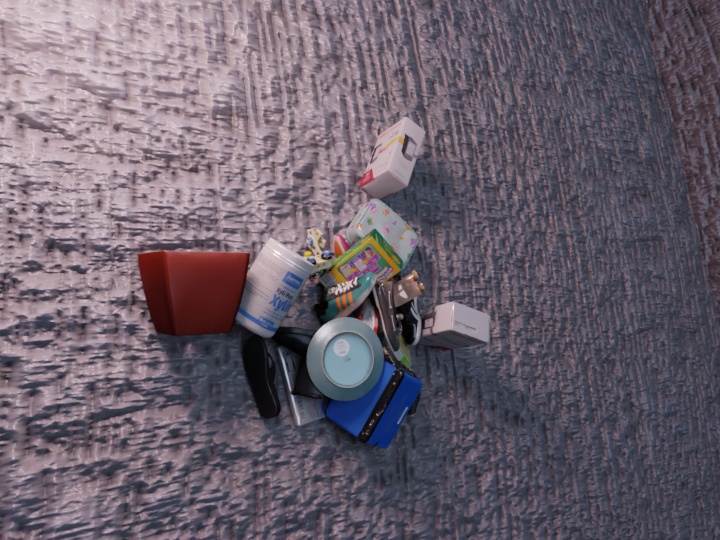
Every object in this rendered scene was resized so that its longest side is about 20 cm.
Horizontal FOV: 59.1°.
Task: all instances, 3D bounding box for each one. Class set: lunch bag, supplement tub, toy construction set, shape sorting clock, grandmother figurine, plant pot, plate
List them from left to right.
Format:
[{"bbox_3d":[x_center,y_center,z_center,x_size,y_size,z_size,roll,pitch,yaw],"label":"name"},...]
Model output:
[{"bbox_3d":[-0.372,0.050,1.412,0.197,0.199,0.180,1,88,-34],"label":"plant pot"},{"bbox_3d":[-0.211,0.041,1.486,0.131,0.132,0.202,31,91,-23],"label":"supplement tub"},{"bbox_3d":[-0.149,-0.030,1.632,0.199,0.130,0.093,-38,131,-40],"label":"toy construction set"},{"bbox_3d":[-0.033,0.216,1.545,0.197,0.026,0.204,1,85,-17],"label":"plate"},{"bbox_3d":[0.058,0.255,1.733,0.197,0.039,0.204,6,78,-32],"label":"shape sorting clock"},{"bbox_3d":[0.065,-0.095,1.810,0.200,0.077,0.162,41,57,-19],"label":"lunch bag"},{"bbox_3d":[0.079,0.082,1.731,0.198,0.061,0.123,-28,69,1],"label":"grandmother figurine"}]

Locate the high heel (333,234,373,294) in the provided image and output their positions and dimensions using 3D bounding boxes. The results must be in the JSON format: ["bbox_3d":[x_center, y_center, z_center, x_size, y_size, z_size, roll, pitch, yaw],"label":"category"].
[{"bbox_3d":[-0.002,-0.023,1.745,0.095,0.067,0.202,-32,101,-26],"label":"high heel"}]

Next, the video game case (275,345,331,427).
[{"bbox_3d":[-0.112,0.273,1.624,0.180,0.024,0.203,-12,84,-36],"label":"video game case"}]

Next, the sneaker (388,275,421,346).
[{"bbox_3d":[0.105,0.111,1.788,0.110,0.073,0.203,13,59,-27],"label":"sneaker"}]

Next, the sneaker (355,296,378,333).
[{"bbox_3d":[-0.016,0.166,1.646,0.106,0.067,0.205,6,81,-18],"label":"sneaker"}]

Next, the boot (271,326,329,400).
[{"bbox_3d":[-0.140,0.226,1.560,0.195,0.073,0.166,10,83,-15],"label":"boot"}]

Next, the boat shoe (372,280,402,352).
[{"bbox_3d":[0.082,0.121,1.651,0.067,0.056,0.203,-83,157,-67],"label":"boat shoe"}]

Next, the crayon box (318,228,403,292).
[{"bbox_3d":[0.000,0.000,1.667,0.119,0.199,0.058,47,23,-14],"label":"crayon box"}]

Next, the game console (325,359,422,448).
[{"bbox_3d":[0.037,0.329,1.627,0.170,0.118,0.202,32,88,-49],"label":"game console"}]

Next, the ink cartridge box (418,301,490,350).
[{"bbox_3d":[0.249,0.161,1.790,0.144,0.199,0.085,20,67,-28],"label":"ink cartridge box"}]

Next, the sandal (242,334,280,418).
[{"bbox_3d":[-0.233,0.252,1.528,0.048,0.074,0.204,-15,94,-61],"label":"sandal"}]

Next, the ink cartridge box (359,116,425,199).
[{"bbox_3d":[0.093,-0.322,1.847,0.085,0.147,0.203,31,61,-25],"label":"ink cartridge box"}]

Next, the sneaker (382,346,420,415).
[{"bbox_3d":[0.102,0.286,1.702,0.079,0.075,0.202,-39,110,-45],"label":"sneaker"}]

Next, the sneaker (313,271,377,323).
[{"bbox_3d":[-0.042,0.064,1.631,0.080,0.200,0.072,41,23,-12],"label":"sneaker"}]
